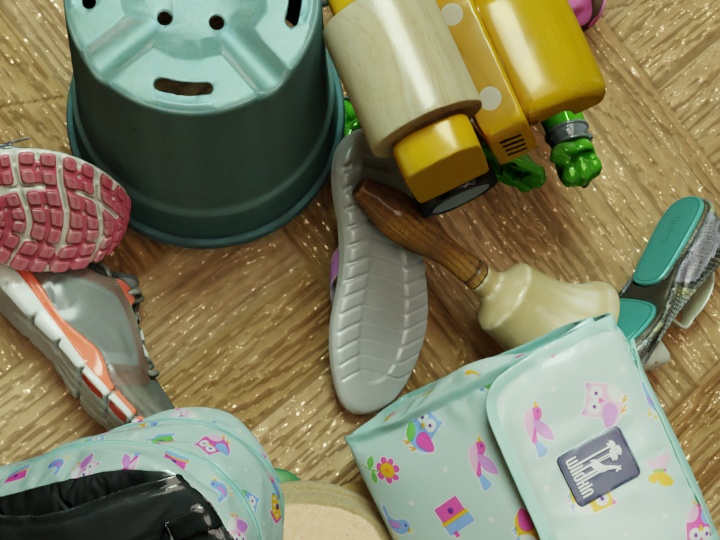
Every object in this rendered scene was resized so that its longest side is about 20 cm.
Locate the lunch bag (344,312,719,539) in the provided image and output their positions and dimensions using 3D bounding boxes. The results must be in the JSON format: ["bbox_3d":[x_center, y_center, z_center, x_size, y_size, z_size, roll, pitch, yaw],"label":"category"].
[{"bbox_3d":[0.116,0.136,0.822,0.122,0.199,0.172,-24,88,-61],"label":"lunch bag"}]

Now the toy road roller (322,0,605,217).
[{"bbox_3d":[0.071,-0.125,0.774,0.145,0.200,0.124,-25,80,9],"label":"toy road roller"}]

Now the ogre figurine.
[{"bbox_3d":[0.082,-0.129,0.919,0.198,0.098,0.121,3,67,29],"label":"ogre figurine"}]

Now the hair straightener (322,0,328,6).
[{"bbox_3d":[-0.047,-0.266,0.888,0.077,0.041,0.201,-25,73,-33],"label":"hair straightener"}]

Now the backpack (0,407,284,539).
[{"bbox_3d":[-0.145,0.162,0.747,0.198,0.127,0.168,-21,107,20],"label":"backpack"}]

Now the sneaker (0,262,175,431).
[{"bbox_3d":[-0.165,0.042,0.829,0.082,0.077,0.200,-42,94,-26],"label":"sneaker"}]

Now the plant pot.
[{"bbox_3d":[-0.103,-0.135,0.798,0.198,0.196,0.203,1,77,-4],"label":"plant pot"}]

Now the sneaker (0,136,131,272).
[{"bbox_3d":[-0.242,-0.056,0.782,0.198,0.075,0.081,11,111,-20],"label":"sneaker"}]

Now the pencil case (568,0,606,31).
[{"bbox_3d":[0.093,-0.236,0.949,0.198,0.094,0.092,2,93,-15],"label":"pencil case"}]

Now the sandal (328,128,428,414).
[{"bbox_3d":[0.006,0.000,0.899,0.082,0.050,0.205,-2,97,-33],"label":"sandal"}]

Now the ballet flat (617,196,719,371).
[{"bbox_3d":[0.223,0.034,0.954,0.072,0.072,0.201,42,72,-5],"label":"ballet flat"}]

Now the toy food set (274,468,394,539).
[{"bbox_3d":[-0.042,0.237,0.839,0.196,0.049,0.202,7,78,-15],"label":"toy food set"}]

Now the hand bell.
[{"bbox_3d":[0.074,0.000,0.876,0.199,0.104,0.105,34,71,-17],"label":"hand bell"}]
